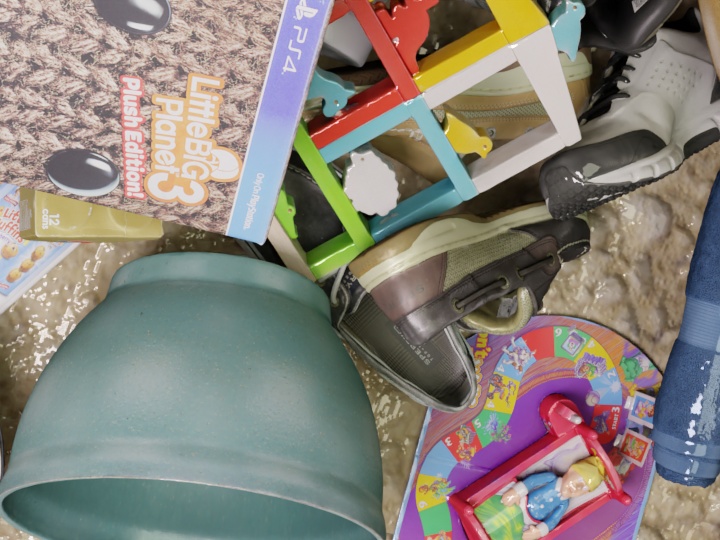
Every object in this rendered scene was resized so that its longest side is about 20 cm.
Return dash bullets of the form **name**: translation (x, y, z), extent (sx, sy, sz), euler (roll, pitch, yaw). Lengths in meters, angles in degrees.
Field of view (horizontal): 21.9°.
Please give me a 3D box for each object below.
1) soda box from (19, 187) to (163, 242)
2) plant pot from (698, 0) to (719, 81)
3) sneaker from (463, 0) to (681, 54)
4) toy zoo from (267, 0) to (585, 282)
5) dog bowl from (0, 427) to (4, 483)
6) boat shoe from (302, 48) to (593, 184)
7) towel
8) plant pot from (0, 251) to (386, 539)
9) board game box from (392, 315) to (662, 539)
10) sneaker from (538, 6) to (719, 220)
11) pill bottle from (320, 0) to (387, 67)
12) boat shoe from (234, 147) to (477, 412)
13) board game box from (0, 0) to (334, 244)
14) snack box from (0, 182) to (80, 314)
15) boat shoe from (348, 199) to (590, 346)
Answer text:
- **soda box**: translation (-0.139, -0.115, 0.957), extent (0.067, 0.064, 0.201), euler (0, 90, -18)
- **plant pot**: translation (0.211, -0.174, 1.029), extent (0.027, 0.200, 0.201), euler (-5, 103, 22)
- **sneaker**: translation (0.145, -0.180, 1.006), extent (0.114, 0.076, 0.199), euler (37, 51, 19)
- **toy zoo**: translation (0.024, -0.090, 0.947), extent (0.200, 0.020, 0.131), euler (-29, 116, 9)
- **dog bowl**: translation (-0.287, 0.095, 0.953), extent (0.199, 0.074, 0.201), euler (-3, 99, -17)
- **boat shoe**: translation (0.041, -0.081, 1.030), extent (0.199, 0.072, 0.076), euler (-9, 102, -17)
- **towel**: translation (0.205, 0.020, 1.053), extent (0.048, 0.112, 0.201), euler (16, 94, 12)
- **plant pot**: translation (-0.080, 0.072, 0.968), extent (0.200, 0.200, 0.135), euler (14, 67, -19)
- **board game box**: translation (0.110, 0.128, 1.101), extent (0.158, 0.039, 0.201), euler (14, 94, -19)
- **sneaker**: translation (0.150, -0.089, 1.037), extent (0.200, 0.074, 0.080), euler (-33, 99, -50)
- **pill bottle**: translation (0.008, -0.215, 0.977), extent (0.112, 0.112, 0.201), euler (25, 91, -20)
- **boat shoe**: translation (0.000, 0.000, 1.029), extent (0.200, 0.071, 0.072), euler (43, 85, -15)
- **board game box**: translation (-0.118, -0.118, 0.830), extent (0.199, 0.097, 0.160), euler (13, 137, -5)
- **snack box**: translation (-0.230, -0.073, 0.969), extent (0.072, 0.024, 0.200), euler (-42, 108, -10)
- **boat shoe**: translation (0.068, 0.004, 1.008), extent (0.201, 0.072, 0.066), euler (-10, 76, -56)
